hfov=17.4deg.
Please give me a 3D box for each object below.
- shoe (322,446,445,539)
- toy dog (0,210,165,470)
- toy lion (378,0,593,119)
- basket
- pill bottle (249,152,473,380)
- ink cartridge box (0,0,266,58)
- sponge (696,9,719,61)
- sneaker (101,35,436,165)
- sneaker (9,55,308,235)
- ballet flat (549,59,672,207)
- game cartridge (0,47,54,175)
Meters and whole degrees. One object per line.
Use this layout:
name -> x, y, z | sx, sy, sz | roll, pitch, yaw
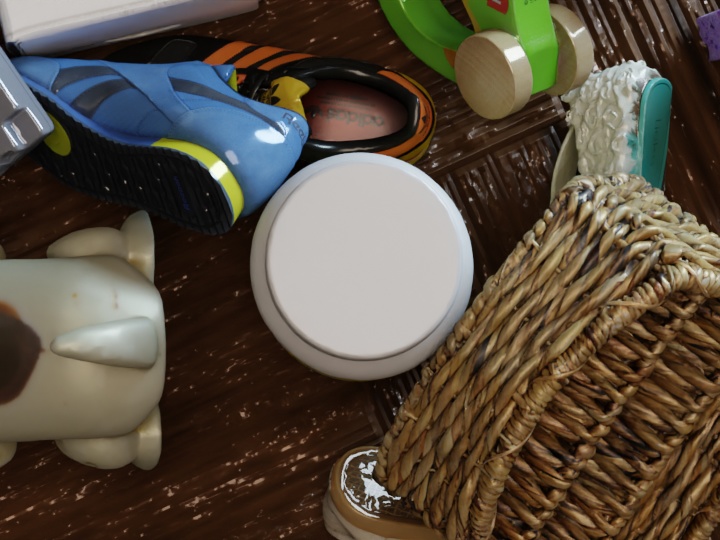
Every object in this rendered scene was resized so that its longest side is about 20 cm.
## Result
shoe -> 0.073, 0.149, 1.284 | 0.199, 0.054, 0.070 | 19, 45, -4
toy dog -> -0.202, 0.051, 1.209 | 0.198, 0.194, 0.141 | -2, 100, -9
toy lion -> 0.041, -0.205, 1.248 | 0.068, 0.191, 0.201 | -24, 130, -35
basket -> 0.121, 0.070, 1.177 | 0.149, 0.143, 0.201 | 40, 107, 18
pill bottle -> 0.000, 0.000, 1.207 | 0.113, 0.200, 0.115 | 0, 88, -1
ink cartridge box -> -0.141, -0.228, 1.269 | 0.144, 0.085, 0.202 | -13, 90, -2
sponge -> 0.287, -0.163, 1.268 | 0.199, 0.112, 0.030 | -20, 90, -3
sneaker -> -0.056, -0.093, 1.263 | 0.198, 0.090, 0.071 | 5, 88, -2
sneaker -> -0.112, -0.079, 1.230 | 0.199, 0.066, 0.078 | 20, 53, 37
ballet flat -> 0.135, -0.014, 1.287 | 0.071, 0.072, 0.202 | 3, 91, -2
game cartridge -> -0.269, -0.074, 1.245 | 0.199, 0.041, 0.133 | -35, 93, 24
